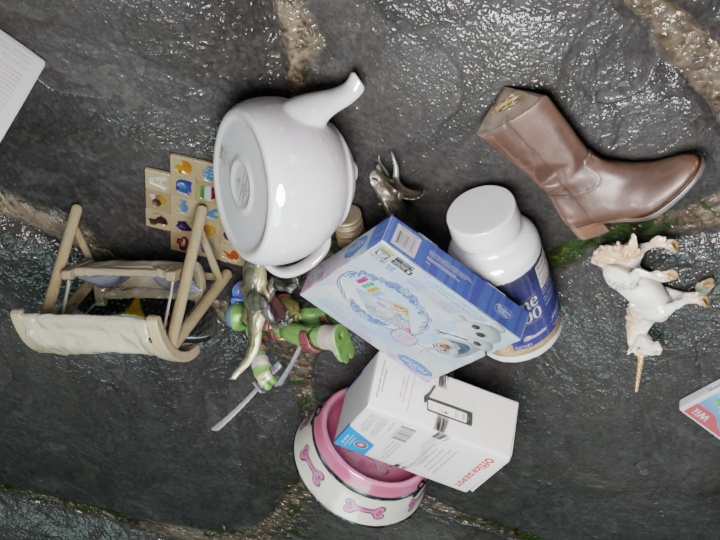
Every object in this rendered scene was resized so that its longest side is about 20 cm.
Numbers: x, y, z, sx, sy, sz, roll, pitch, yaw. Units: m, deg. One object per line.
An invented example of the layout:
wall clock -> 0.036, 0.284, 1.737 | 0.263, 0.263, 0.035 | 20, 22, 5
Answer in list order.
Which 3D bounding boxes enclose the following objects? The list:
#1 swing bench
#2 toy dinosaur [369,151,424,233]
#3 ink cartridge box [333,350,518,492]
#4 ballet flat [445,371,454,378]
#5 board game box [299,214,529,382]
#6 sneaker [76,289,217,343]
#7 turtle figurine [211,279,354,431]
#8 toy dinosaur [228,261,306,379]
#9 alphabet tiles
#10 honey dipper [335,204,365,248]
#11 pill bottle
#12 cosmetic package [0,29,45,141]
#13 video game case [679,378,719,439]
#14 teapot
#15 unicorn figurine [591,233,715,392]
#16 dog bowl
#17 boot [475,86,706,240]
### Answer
swing bench -> -0.292, 0.031, 1.585 | 0.196, 0.202, 0.131 | 3, 138, 18
toy dinosaur -> 0.046, -0.034, 1.506 | 0.076, 0.103, 0.201 | 15, 148, 16
ink cartridge box -> 0.084, 0.197, 1.636 | 0.198, 0.085, 0.146 | 21, 148, -10
ballet flat -> 0.089, 0.109, 1.652 | 0.068, 0.072, 0.202 | 3, 136, 11
board game box -> 0.058, 0.038, 1.463 | 0.199, 0.044, 0.199 | 35, 147, -16
sneaker -> -0.286, 0.065, 1.736 | 0.197, 0.071, 0.090 | 11, 152, 7
turtle figurine -> -0.079, 0.104, 1.640 | 0.192, 0.203, 0.143 | -4, 173, 32
toy dinosaur -> -0.116, 0.035, 1.571 | 0.087, 0.203, 0.047 | 0, 174, 31
alphabet tiles -> -0.175, -0.071, 1.595 | 0.197, 0.006, 0.168 | 13, 138, 4
honey dipper -> 0.000, 0.000, 1.595 | 0.037, 0.038, 0.201 | 2, 138, 15
pill bottle -> 0.165, 0.003, 1.488 | 0.109, 0.112, 0.201 | -5, 133, 21
cosmetic package -> -0.490, -0.177, 1.438 | 0.164, 0.202, 0.164 | 34, 134, -19
video game case -> 0.526, 0.167, 1.616 | 0.142, 0.018, 0.200 | 34, 135, -19
teapot -> -0.071, -0.100, 1.430 | 0.144, 0.201, 0.199 | -8, 176, -28
unicorn figurine -> 0.343, 0.032, 1.504 | 0.136, 0.074, 0.201 | -19, 113, 45
dog bowl -> 0.011, 0.243, 1.727 | 0.198, 0.201, 0.074 | 23, 130, -8
boot -> 0.243, -0.135, 1.364 | 0.185, 0.065, 0.200 | -29, 117, 35
